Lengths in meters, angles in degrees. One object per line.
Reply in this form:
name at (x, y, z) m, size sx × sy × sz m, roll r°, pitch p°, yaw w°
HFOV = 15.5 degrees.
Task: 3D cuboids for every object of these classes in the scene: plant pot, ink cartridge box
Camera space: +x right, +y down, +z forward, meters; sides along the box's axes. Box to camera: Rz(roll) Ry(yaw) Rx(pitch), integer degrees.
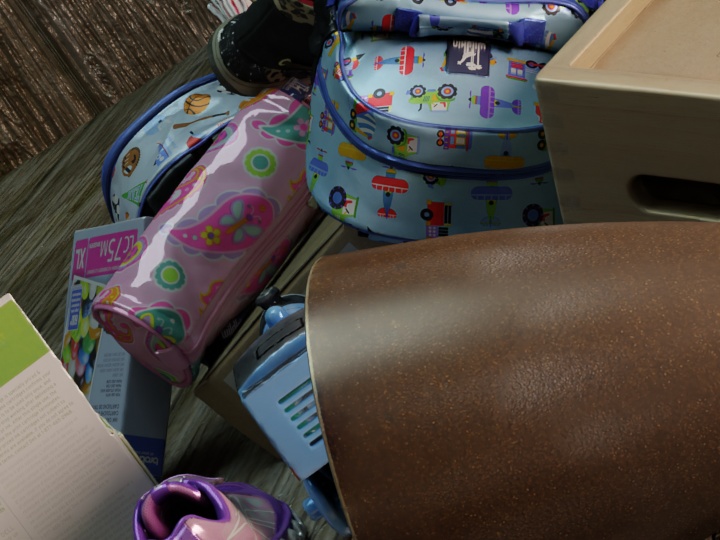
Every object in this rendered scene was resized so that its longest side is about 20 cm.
plant pot at (0.102, 0.055, 1.131) m, size 0.199 × 0.188 × 0.187 m, roll -17°, pitch 16°, yaw 12°
ink cartridge box at (-0.206, 0.130, 1.540) m, size 0.148 × 0.200 × 0.076 m, roll -36°, pitch 12°, yaw -8°
ink cartridge box at (-0.162, 0.069, 1.739) m, size 0.042 × 0.201 × 0.119 m, roll 7°, pitch -7°, yaw -28°
ink cartridge box at (0.000, 0.000, 1.643) m, size 0.200 × 0.075 × 0.165 m, roll -47°, pitch 7°, yaw 39°

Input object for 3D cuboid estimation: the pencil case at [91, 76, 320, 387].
pencil case at (-0.083, -0.024, 1.672) m, size 0.200 × 0.087 × 0.087 m, roll -52°, pitch 18°, yaw -20°

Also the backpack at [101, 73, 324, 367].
backpack at (-0.086, -0.047, 1.859) m, size 0.200 × 0.191 × 0.154 m, roll -38°, pitch 46°, yaw -8°

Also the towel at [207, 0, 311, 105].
towel at (-0.018, -0.115, 1.847) m, size 0.030 × 0.200 × 0.146 m, roll -45°, pitch 36°, yaw 3°

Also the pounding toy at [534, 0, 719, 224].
pounding toy at (0.195, -0.083, 1.419) m, size 0.199 × 0.143 × 0.184 m, roll 8°, pitch 38°, yaw 33°

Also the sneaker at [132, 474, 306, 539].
sneaker at (-0.084, 0.144, 1.432) m, size 0.080 × 0.089 × 0.200 m, roll -35°, pitch 11°, yaw 6°

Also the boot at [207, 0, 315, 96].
boot at (0.013, -0.178, 1.678) m, size 0.203 × 0.074 × 0.154 m, roll -19°, pitch -9°, yaw -22°

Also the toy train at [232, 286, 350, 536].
toy train at (-0.016, 0.069, 1.470) m, size 0.087 × 0.114 × 0.200 m, roll -34°, pitch 13°, yaw 3°

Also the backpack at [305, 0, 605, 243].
backpack at (0.055, -0.102, 1.501) m, size 0.182 × 0.135 × 0.200 m, roll 7°, pitch 36°, yaw 1°
